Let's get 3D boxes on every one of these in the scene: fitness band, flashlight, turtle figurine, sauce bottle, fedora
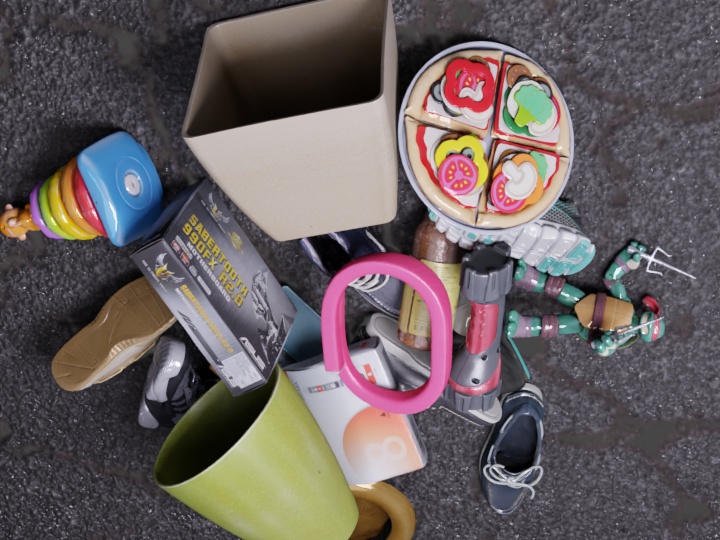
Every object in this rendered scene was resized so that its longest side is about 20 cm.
[{"bbox_3d":[0.029,0.070,1.387,0.143,0.037,0.200,8,122,17],"label":"fitness band"},{"bbox_3d":[0.127,0.066,1.390,0.068,0.068,0.200,-1,131,-1],"label":"flashlight"},{"bbox_3d":[0.268,0.046,1.420,0.199,0.150,0.101,7,140,8],"label":"turtle figurine"},{"bbox_3d":[0.086,-0.011,1.422,0.066,0.066,0.200,10,108,0],"label":"sauce bottle"},{"bbox_3d":[-0.025,0.303,1.635,0.200,0.082,0.201,2,131,3],"label":"fedora"}]

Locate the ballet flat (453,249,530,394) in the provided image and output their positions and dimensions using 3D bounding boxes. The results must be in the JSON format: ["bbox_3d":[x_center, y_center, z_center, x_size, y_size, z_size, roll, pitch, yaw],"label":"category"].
[{"bbox_3d":[0.142,0.069,1.475,0.068,0.068,0.200,-26,118,-8],"label":"ballet flat"}]

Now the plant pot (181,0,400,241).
[{"bbox_3d":[-0.048,-0.147,1.308,0.199,0.200,0.177,-9,133,12],"label":"plant pot"}]

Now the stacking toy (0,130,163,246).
[{"bbox_3d":[-0.332,-0.072,1.441,0.200,0.110,0.116,-15,104,28],"label":"stacking toy"}]

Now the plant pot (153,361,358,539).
[{"bbox_3d":[-0.098,0.236,1.448,0.187,0.187,0.200,-33,112,24],"label":"plant pot"}]

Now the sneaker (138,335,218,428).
[{"bbox_3d":[-0.203,0.143,1.548,0.114,0.076,0.200,13,150,-11],"label":"sneaker"}]

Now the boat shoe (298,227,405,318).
[{"bbox_3d":[0.000,0.000,1.440,0.075,0.093,0.200,-35,112,25],"label":"boat shoe"}]

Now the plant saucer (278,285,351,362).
[{"bbox_3d":[-0.044,0.097,1.552,0.070,0.019,0.200,-37,112,25],"label":"plant saucer"}]

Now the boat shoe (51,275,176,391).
[{"bbox_3d":[-0.281,0.070,1.532,0.200,0.069,0.074,-36,81,3],"label":"boat shoe"}]

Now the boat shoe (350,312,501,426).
[{"bbox_3d":[0.077,0.130,1.525,0.200,0.074,0.060,33,120,-10],"label":"boat shoe"}]

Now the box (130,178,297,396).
[{"bbox_3d":[-0.157,0.017,1.421,0.048,0.158,0.200,-25,110,23],"label":"box"}]

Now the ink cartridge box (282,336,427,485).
[{"bbox_3d":[-0.041,0.182,1.500,0.200,0.050,0.162,-20,106,10],"label":"ink cartridge box"}]

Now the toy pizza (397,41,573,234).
[{"bbox_3d":[0.134,-0.137,1.302,0.200,0.032,0.201,1,86,-20],"label":"toy pizza"}]

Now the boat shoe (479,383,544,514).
[{"bbox_3d":[0.191,0.234,1.583,0.075,0.062,0.200,11,123,-2],"label":"boat shoe"}]

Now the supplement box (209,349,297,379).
[{"bbox_3d":[-0.095,0.154,1.565,0.066,0.069,0.200,-34,110,22],"label":"supplement box"}]

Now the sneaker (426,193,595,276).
[{"bbox_3d":[0.159,-0.064,1.381,0.200,0.091,0.078,22,132,-17],"label":"sneaker"}]
